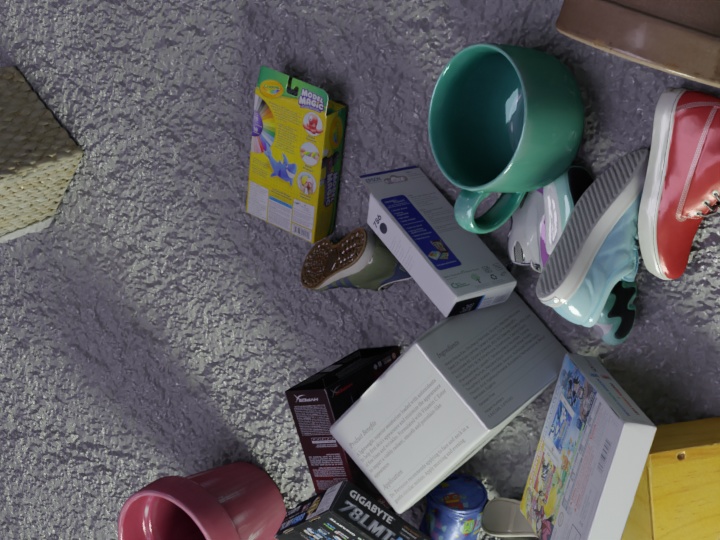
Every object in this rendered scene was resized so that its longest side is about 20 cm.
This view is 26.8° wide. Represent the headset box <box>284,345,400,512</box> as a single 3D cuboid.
[{"bbox_3d":[0.005,0.214,1.880,0.075,0.148,0.201,-7,103,43],"label":"headset box"}]

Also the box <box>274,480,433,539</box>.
[{"bbox_3d":[0.017,0.336,1.793,0.199,0.050,0.198,35,155,-8],"label":"box"}]

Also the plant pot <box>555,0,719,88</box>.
[{"bbox_3d":[0.302,-0.278,1.415,0.199,0.200,0.176,26,107,29],"label":"plant pot"}]

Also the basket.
[{"bbox_3d":[-0.531,-0.158,2.139,0.198,0.200,0.161,49,126,12],"label":"basket"}]

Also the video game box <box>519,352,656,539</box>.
[{"bbox_3d":[0.242,0.217,1.639,0.182,0.046,0.201,-124,46,-65],"label":"video game box"}]

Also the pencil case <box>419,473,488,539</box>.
[{"bbox_3d":[0.102,0.346,1.905,0.087,0.078,0.201,51,138,45],"label":"pencil case"}]

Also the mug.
[{"bbox_3d":[0.155,-0.149,1.608,0.185,0.114,0.153,-52,52,38],"label":"mug"}]

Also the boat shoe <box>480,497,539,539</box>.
[{"bbox_3d":[0.227,0.304,1.779,0.199,0.057,0.067,2,72,51],"label":"boat shoe"}]

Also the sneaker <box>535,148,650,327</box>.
[{"bbox_3d":[0.260,-0.031,1.574,0.082,0.201,0.074,39,168,-23],"label":"sneaker"}]

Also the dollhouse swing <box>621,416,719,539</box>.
[{"bbox_3d":[0.354,0.253,1.686,0.180,0.176,0.201,-9,107,-1],"label":"dollhouse swing"}]

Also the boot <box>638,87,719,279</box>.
[{"bbox_3d":[0.361,-0.074,1.518,0.144,0.072,0.201,17,115,32],"label":"boot"}]

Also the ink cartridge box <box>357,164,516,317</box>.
[{"bbox_3d":[0.081,-0.036,1.720,0.200,0.099,0.039,53,135,27],"label":"ink cartridge box"}]

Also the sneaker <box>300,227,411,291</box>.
[{"bbox_3d":[0.000,0.000,1.846,0.200,0.089,0.068,-20,52,65],"label":"sneaker"}]

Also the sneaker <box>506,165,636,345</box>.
[{"bbox_3d":[0.217,-0.005,1.667,0.139,0.077,0.201,-19,86,44],"label":"sneaker"}]

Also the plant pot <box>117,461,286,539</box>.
[{"bbox_3d":[-0.206,0.358,2.096,0.199,0.179,0.201,17,119,34],"label":"plant pot"}]

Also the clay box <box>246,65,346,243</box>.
[{"bbox_3d":[-0.079,-0.147,1.864,0.114,0.047,0.201,25,122,29],"label":"clay box"}]

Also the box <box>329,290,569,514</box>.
[{"bbox_3d":[0.105,0.144,1.733,0.131,0.200,0.199,49,132,9],"label":"box"}]
